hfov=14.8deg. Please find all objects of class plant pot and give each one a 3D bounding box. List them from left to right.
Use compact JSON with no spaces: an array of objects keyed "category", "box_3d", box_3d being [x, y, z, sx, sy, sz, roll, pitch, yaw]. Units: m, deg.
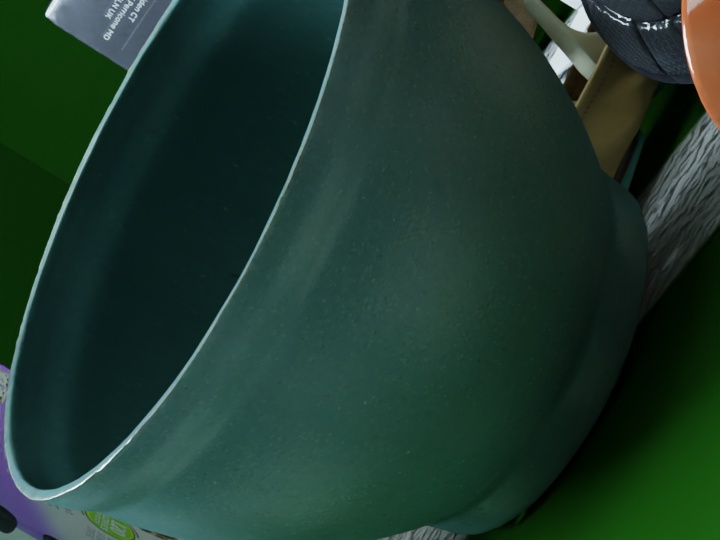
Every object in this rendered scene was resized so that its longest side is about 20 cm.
[{"category":"plant pot","box_3d":[0.000,0.000,0.825,0.200,0.134,0.200,-49,26,34]}]

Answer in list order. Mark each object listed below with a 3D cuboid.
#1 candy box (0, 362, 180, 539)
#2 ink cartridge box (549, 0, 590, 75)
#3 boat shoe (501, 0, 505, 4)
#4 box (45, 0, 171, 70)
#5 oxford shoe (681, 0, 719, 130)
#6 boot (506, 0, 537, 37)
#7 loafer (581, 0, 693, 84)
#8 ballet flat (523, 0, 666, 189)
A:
[{"category":"candy box","box_3d":[-0.113,0.100,0.966,0.072,0.200,0.168,-58,7,9]},{"category":"ink cartridge box","box_3d":[0.111,-0.187,1.153,0.200,0.067,0.116,-61,9,-19]},{"category":"boat shoe","box_3d":[0.017,-0.063,0.997,0.200,0.074,0.069,-105,7,-83]},{"category":"box","box_3d":[-0.025,-0.155,1.383,0.117,0.200,0.197,-53,9,32]},{"category":"oxford shoe","box_3d":[0.149,-0.099,0.672,0.072,0.071,0.200,-4,38,38]},{"category":"boot","box_3d":[0.050,-0.154,1.243,0.074,0.075,0.200,-107,33,-68]},{"category":"loafer","box_3d":[0.128,-0.118,0.824,0.063,0.072,0.200,-40,-5,-25]},{"category":"ballet flat","box_3d":[0.073,-0.063,0.935,0.200,0.063,0.069,-61,8,-15]}]
